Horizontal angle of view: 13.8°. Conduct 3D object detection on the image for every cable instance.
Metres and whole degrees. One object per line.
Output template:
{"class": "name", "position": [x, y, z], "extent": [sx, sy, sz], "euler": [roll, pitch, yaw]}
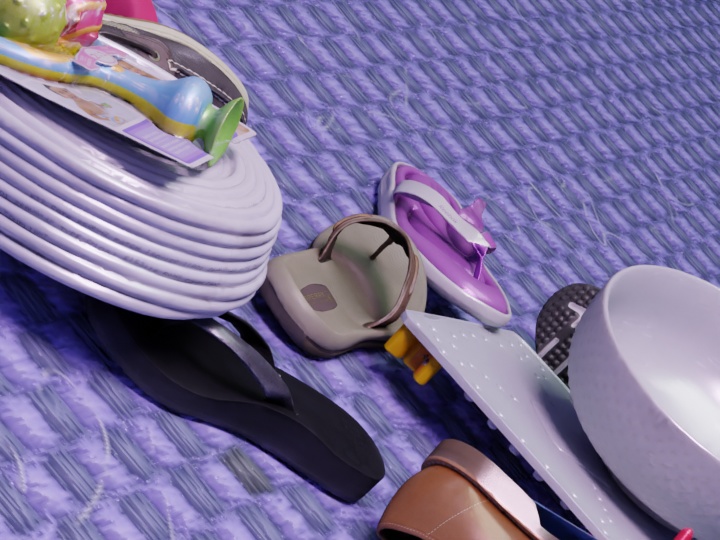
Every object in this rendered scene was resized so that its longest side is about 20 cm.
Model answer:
{"class": "cable", "position": [-0.128, -0.052, 1.428], "extent": [0.200, 0.069, 0.200], "euler": [41, 19, 32]}

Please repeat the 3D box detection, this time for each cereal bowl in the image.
{"class": "cereal bowl", "position": [0.198, 0.093, 1.719], "extent": [0.200, 0.083, 0.200], "euler": [30, 29, -18]}

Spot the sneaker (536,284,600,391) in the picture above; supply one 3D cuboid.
{"class": "sneaker", "position": [0.178, 0.097, 1.849], "extent": [0.200, 0.074, 0.080], "euler": [56, 6, 15]}

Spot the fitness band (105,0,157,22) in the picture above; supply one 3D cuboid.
{"class": "fitness band", "position": [-0.197, -0.195, 1.709], "extent": [0.200, 0.037, 0.144], "euler": [49, 16, 7]}

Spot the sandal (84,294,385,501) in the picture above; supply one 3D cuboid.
{"class": "sandal", "position": [-0.058, 0.048, 1.471], "extent": [0.200, 0.043, 0.076], "euler": [31, 23, -38]}

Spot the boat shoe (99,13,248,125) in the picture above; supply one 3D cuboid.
{"class": "boat shoe", "position": [-0.143, -0.102, 1.575], "extent": [0.201, 0.072, 0.066], "euler": [27, 31, -33]}

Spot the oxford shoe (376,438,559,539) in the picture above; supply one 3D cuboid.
{"class": "oxford shoe", "position": [0.092, 0.173, 1.466], "extent": [0.200, 0.071, 0.071], "euler": [38, -29, 17]}

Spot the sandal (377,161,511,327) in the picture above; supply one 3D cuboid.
{"class": "sandal", "position": [0.052, -0.030, 1.842], "extent": [0.082, 0.050, 0.203], "euler": [27, 16, -23]}

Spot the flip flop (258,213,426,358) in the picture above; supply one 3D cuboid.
{"class": "flip flop", "position": [0.000, 0.000, 1.678], "extent": [0.081, 0.058, 0.200], "euler": [48, 18, 9]}

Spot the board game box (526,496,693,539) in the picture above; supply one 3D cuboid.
{"class": "board game box", "position": [0.170, 0.167, 1.495], "extent": [0.200, 0.039, 0.158], "euler": [29, -16, 46]}

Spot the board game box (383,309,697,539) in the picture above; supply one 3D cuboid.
{"class": "board game box", "position": [0.115, 0.108, 1.708], "extent": [0.200, 0.026, 0.200], "euler": [48, 12, 19]}

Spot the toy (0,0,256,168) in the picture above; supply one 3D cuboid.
{"class": "toy", "position": [-0.143, -0.116, 1.391], "extent": [0.200, 0.047, 0.115], "euler": [31, 16, 6]}
